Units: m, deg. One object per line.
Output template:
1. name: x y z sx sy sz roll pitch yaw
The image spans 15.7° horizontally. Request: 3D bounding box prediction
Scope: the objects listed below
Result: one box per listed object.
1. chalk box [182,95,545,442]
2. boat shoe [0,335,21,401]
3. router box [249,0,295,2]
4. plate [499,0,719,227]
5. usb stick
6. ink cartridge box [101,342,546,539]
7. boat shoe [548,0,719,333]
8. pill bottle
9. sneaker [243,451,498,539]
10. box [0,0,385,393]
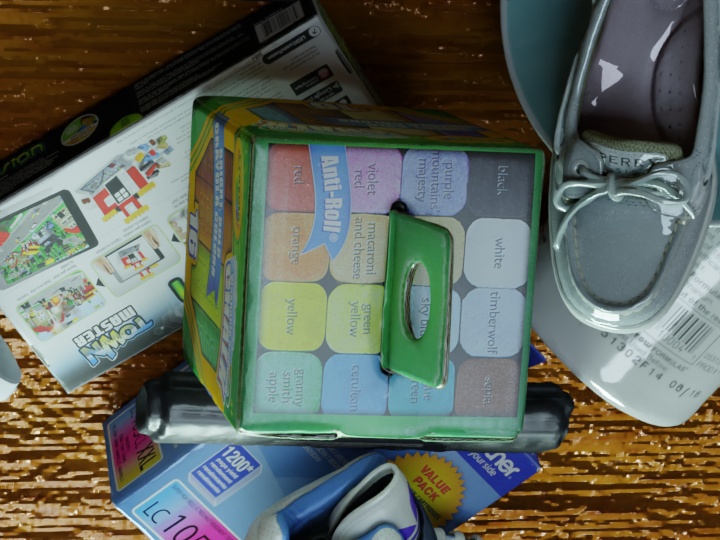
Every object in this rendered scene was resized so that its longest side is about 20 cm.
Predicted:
1. chalk box: 0.000 0.000 1.087 0.123 0.200 0.125 3 98 -12
2. boat shoe: -0.241 0.009 1.184 0.066 0.070 0.200 -37 130 10
3. router box: -0.072 -0.176 1.035 0.157 0.052 0.200 0 158 -20
4. plate: 0.161 -0.118 1.149 0.200 0.201 0.026 -36 166 11
5. usb stick: -0.002 0.065 1.193 0.199 0.055 0.033 2 81 -13
6. ink cartridge box: -0.008 0.076 1.272 0.200 0.076 0.136 -37 123 10
7. boat shoe: 0.120 -0.075 1.111 0.074 0.065 0.203 14 90 17
8. pill bottle: 0.172 -0.033 1.216 0.114 0.114 0.200 31 111 -28
9. sneaker: 0.036 0.145 1.225 0.199 0.081 0.147 -5 139 -10
10. box: -0.082 -0.036 1.206 0.200 0.035 0.110 -29 124 7
